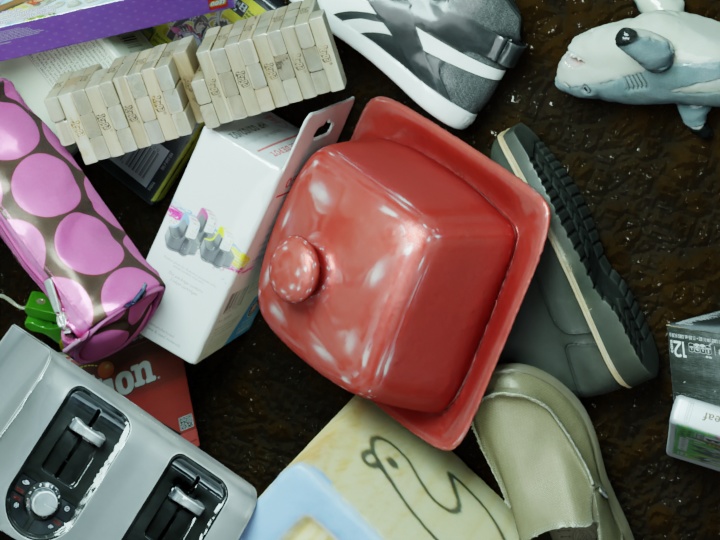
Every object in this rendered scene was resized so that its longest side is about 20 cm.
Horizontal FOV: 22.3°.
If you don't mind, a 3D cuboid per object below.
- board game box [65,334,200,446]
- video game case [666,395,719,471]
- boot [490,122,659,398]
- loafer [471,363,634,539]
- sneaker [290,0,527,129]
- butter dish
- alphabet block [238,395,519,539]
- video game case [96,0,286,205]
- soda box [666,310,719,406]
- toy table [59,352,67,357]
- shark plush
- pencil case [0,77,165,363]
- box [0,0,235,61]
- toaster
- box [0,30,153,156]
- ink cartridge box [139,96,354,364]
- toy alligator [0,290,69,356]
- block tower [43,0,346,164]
[{"bbox_3d":[-0.217,0.115,1.324,0.199,0.019,0.104,-20,119,-21],"label":"board game box"},{"bbox_3d":[0.291,0.130,1.200,0.181,0.200,0.022,17,81,12],"label":"video game case"},{"bbox_3d":[0.105,0.012,1.291,0.138,0.077,0.201,-25,93,24],"label":"boot"},{"bbox_3d":[0.137,0.153,1.286,0.076,0.068,0.201,-22,113,27],"label":"loafer"},{"bbox_3d":[0.029,-0.202,1.269,0.200,0.073,0.112,38,106,-4],"label":"sneaker"},{"bbox_3d":[0.000,0.000,1.248,0.200,0.147,0.201,37,115,38],"label":"butter dish"},{"bbox_3d":[-0.007,0.231,1.302,0.195,0.200,0.196,44,110,2],"label":"alphabet block"},{"bbox_3d":[-0.181,-0.180,1.353,0.200,0.025,0.181,38,110,6],"label":"video game case"},{"bbox_3d":[0.294,0.072,1.197,0.199,0.063,0.071,8,108,54],"label":"soda box"},{"bbox_3d":[-0.300,0.119,1.386,0.183,0.199,0.118,10,95,48],"label":"toy table"},{"bbox_3d":[0.237,-0.129,1.244,0.198,0.091,0.084,13,127,-8],"label":"shark plush"},{"bbox_3d":[-0.219,-0.034,1.248,0.200,0.093,0.091,50,135,11],"label":"pencil case"},{"bbox_3d":[-0.197,-0.223,1.266,0.198,0.039,0.138,-13,61,-5],"label":"box"},{"bbox_3d":[-0.185,0.139,1.228,0.180,0.200,0.119,38,81,-21],"label":"toaster"},{"bbox_3d":[-0.243,-0.113,1.336,0.200,0.068,0.082,-39,89,21],"label":"box"},{"bbox_3d":[-0.086,-0.045,1.307,0.068,0.115,0.201,29,108,9],"label":"ink cartridge box"},{"bbox_3d":[-0.211,0.042,1.398,0.198,0.060,0.054,8,146,13],"label":"toy alligator"},{"bbox_3d":[-0.109,-0.129,1.242,0.198,0.058,0.054,-14,114,12],"label":"block tower"}]
